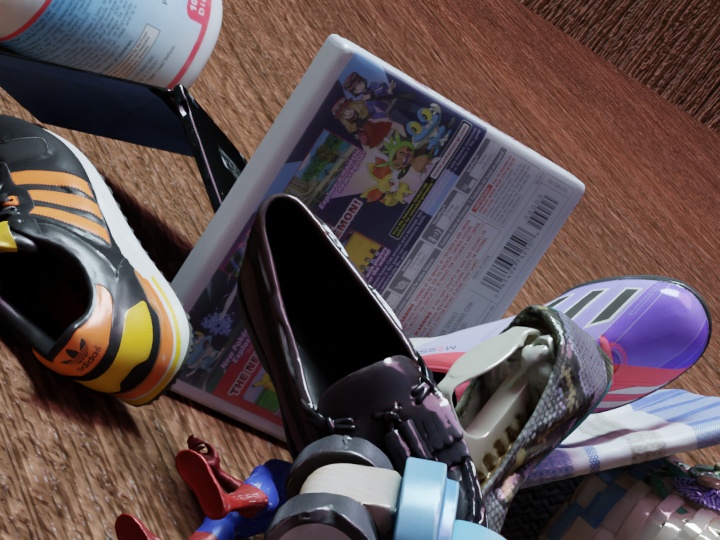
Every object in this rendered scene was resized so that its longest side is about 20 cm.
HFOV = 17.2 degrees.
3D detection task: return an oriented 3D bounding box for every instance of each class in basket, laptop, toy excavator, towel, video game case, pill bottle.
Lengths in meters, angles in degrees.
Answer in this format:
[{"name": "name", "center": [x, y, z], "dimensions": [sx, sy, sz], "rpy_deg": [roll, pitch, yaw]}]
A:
[{"name": "basket", "center": [0.184, 0.185, 1.229], "dimensions": [0.200, 0.139, 0.176], "rpy_deg": [42, 14, 10]}, {"name": "laptop", "center": [-0.124, -0.038, 1.351], "dimensions": [0.187, 0.115, 0.201], "rpy_deg": [48, 21, -77]}, {"name": "toy excavator", "center": [0.053, 0.179, 0.972], "dimensions": [0.199, 0.196, 0.100], "rpy_deg": [9, 13, 4]}, {"name": "towel", "center": [0.098, 0.091, 1.227], "dimensions": [0.147, 0.199, 0.024], "rpy_deg": [177, -98, -82]}, {"name": "video game case", "center": [0.000, 0.000, 1.243], "dimensions": [0.182, 0.201, 0.023], "rpy_deg": [27, 11, -36]}, {"name": "pill bottle", "center": [-0.195, -0.188, 1.553], "dimensions": [0.200, 0.109, 0.109], "rpy_deg": [25, 18, -40]}]

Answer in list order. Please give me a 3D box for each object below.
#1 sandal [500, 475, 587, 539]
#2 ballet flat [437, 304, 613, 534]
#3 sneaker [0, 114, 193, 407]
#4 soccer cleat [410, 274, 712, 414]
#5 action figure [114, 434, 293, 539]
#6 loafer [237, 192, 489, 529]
[{"name": "sandal", "center": [0.071, 0.106, 1.358], "dimensions": [0.199, 0.075, 0.045], "rpy_deg": [29, 4, -21]}, {"name": "ballet flat", "center": [0.044, 0.092, 1.111], "dimensions": [0.072, 0.201, 0.072], "rpy_deg": [30, -28, 17]}, {"name": "sneaker", "center": [-0.163, -0.018, 1.165], "dimensions": [0.200, 0.070, 0.090], "rpy_deg": [49, 14, 32]}, {"name": "soccer cleat", "center": [0.080, 0.053, 1.202], "dimensions": [0.073, 0.199, 0.069], "rpy_deg": [-49, 125, -72]}, {"name": "action figure", "center": [-0.054, 0.086, 1.110], "dimensions": [0.099, 0.065, 0.200], "rpy_deg": [52, 18, 20]}, {"name": "loafer", "center": [-0.005, 0.048, 1.064], "dimensions": [0.063, 0.072, 0.200], "rpy_deg": [88, -24, -51]}]
